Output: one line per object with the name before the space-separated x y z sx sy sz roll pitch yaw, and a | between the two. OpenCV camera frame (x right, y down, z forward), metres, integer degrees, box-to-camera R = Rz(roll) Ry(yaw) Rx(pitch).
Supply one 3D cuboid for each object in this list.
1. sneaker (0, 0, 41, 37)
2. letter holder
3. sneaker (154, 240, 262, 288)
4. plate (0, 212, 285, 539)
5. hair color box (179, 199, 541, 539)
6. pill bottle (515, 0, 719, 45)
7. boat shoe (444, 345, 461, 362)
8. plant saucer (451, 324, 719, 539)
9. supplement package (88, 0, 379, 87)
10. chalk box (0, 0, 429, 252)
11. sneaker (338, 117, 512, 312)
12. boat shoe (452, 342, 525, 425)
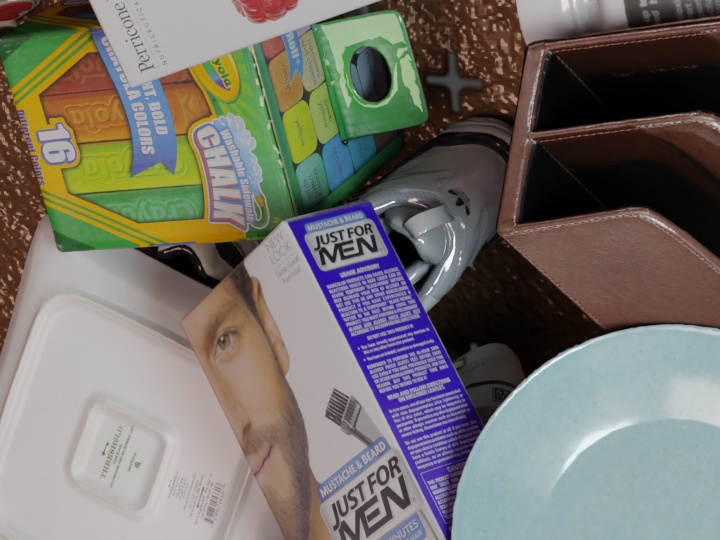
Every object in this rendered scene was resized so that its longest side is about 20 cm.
sneaker | -0.212 -0.176 1.622 0.200 0.080 0.084 -20 70 48
letter holder | 0.178 -0.024 1.384 0.141 0.101 0.200 -6 150 33
sneaker | -0.102 0.045 1.651 0.075 0.088 0.201 21 123 17
plate | -0.122 0.097 1.588 0.199 0.032 0.201 25 106 17
hair color box | 0.000 0.081 1.445 0.109 0.065 0.201 -42 68 45
pill bottle | 0.179 -0.142 1.385 0.199 0.114 0.115 -1 112 30
boat shoe | 0.084 0.110 1.570 0.200 0.072 0.076 38 162 8
plant saucer | 0.143 0.126 1.367 0.200 0.039 0.202 -3 72 9
supplement package | -0.041 -0.193 1.419 0.199 0.120 0.122 -19 123 10
chalk box | -0.063 -0.092 1.540 0.199 0.124 0.126 -4 111 31
sneaker | 0.000 0.000 1.554 0.075 0.115 0.200 51 127 -1
boat shoe | 0.017 0.113 1.538 0.072 0.066 0.200 27 123 -21
